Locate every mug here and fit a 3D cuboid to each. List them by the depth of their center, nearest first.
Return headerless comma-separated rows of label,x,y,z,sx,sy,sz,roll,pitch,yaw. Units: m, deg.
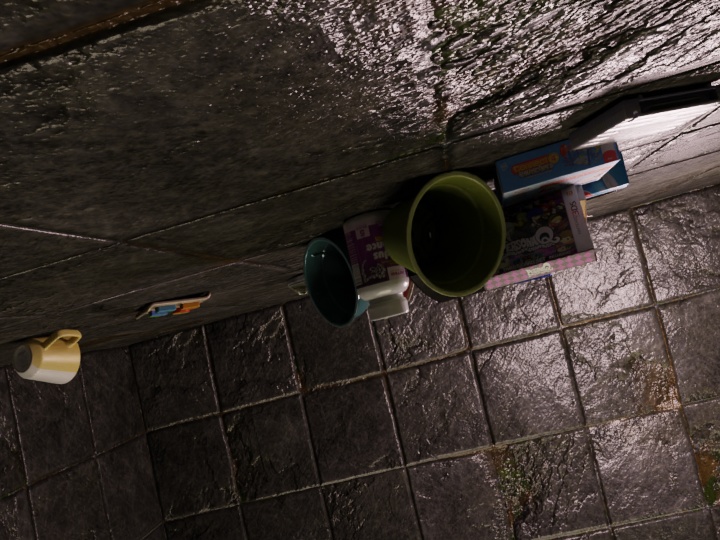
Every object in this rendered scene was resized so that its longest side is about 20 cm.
mug,-0.957,0.250,1.835,0.145,0.193,0.153,19,179,22

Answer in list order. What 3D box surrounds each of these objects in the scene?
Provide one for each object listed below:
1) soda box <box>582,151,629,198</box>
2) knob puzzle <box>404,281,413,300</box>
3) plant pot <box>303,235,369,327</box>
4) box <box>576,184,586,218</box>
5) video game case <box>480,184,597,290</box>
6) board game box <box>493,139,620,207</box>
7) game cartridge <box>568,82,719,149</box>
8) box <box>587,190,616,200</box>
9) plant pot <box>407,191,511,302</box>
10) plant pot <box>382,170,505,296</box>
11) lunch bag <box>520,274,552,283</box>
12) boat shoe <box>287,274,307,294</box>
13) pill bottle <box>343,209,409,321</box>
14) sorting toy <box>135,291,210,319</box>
soda box,0.466,-0.187,1.298,0.194,0.070,0.064,-16,176,20
knob puzzle,0.085,0.020,1.897,0.213,0.228,0.030,-15,175,16
plant pot,0.000,0.000,1.384,0.192,0.207,0.198,-20,180,-37
box,0.399,-0.100,1.254,0.120,0.100,0.202,-11,139,14
video game case,0.309,-0.061,1.090,0.194,0.036,0.184,-16,-142,21
board game box,0.339,-0.177,1.078,0.193,0.058,0.196,-15,175,11
game cartridge,0.420,-0.227,0.889,0.194,0.040,0.129,-14,180,-18
box,0.555,-0.196,1.500,0.159,0.022,0.199,-18,-172,28
plant pot,0.186,-0.058,1.273,0.196,0.207,0.175,-17,163,37
plant pot,0.126,-0.066,1.085,0.194,0.208,0.189,-12,-172,-22
lunch bag,0.400,-0.058,1.523,0.120,0.176,0.199,-17,179,-18
boat shoe,-0.209,0.053,2.098,0.070,0.064,0.199,-12,176,-20
pill bottle,0.037,-0.008,1.209,0.108,0.207,0.112,-13,176,-1
sorting toy,-0.569,0.114,1.835,0.195,0.038,0.183,-12,175,-35
